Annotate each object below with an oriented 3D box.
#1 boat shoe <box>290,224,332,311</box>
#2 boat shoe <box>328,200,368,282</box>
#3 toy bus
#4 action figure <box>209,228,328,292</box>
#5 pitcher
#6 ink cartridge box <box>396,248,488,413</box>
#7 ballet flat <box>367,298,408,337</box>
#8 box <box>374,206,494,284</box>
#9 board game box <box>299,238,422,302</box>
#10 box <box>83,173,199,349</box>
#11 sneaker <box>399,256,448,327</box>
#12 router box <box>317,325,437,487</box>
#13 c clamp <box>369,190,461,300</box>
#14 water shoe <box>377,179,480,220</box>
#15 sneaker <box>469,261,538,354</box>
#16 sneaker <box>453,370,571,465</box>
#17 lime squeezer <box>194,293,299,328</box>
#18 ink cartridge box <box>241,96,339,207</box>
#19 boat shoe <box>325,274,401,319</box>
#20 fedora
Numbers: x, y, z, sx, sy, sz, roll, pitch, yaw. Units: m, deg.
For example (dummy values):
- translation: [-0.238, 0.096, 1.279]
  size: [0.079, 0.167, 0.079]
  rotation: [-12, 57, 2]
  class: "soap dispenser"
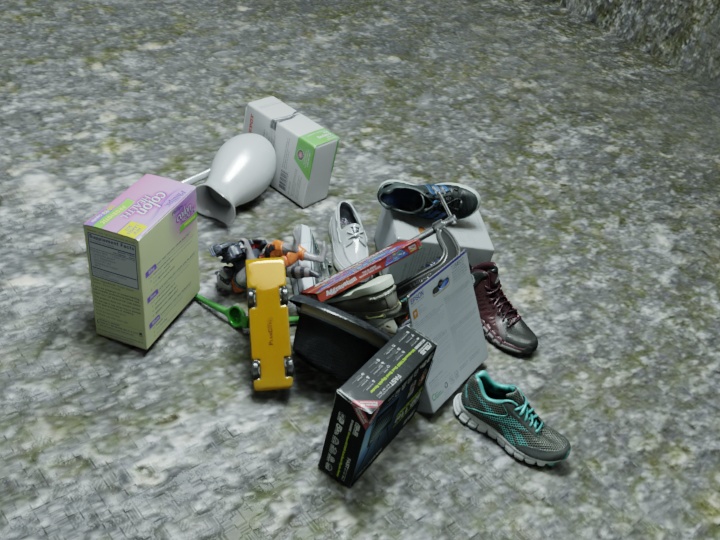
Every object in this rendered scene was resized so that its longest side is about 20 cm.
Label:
- translation: [-0.086, 0.002, 1.511]
  size: [0.069, 0.073, 0.203]
  rotation: [11, 46, -21]
  class: "boat shoe"
- translation: [-0.017, -0.060, 1.606]
  size: [0.070, 0.070, 0.202]
  rotation: [6, 37, -12]
  class: "boat shoe"
- translation: [-0.144, 0.084, 1.304]
  size: [0.063, 0.078, 0.205]
  rotation: [-4, 83, -10]
  class: "toy bus"
- translation: [-0.171, -0.009, 1.412]
  size: [0.190, 0.107, 0.199]
  rotation: [-20, -4, 22]
  class: "action figure"
- translation: [-0.270, -0.188, 1.656]
  size: [0.168, 0.123, 0.201]
  rotation: [12, 44, 22]
  class: "pitcher"
- translation: [0.132, 0.095, 1.359]
  size: [0.040, 0.204, 0.199]
  rotation: [0, 22, 38]
  class: "ink cartridge box"
- translation: [0.063, 0.084, 1.456]
  size: [0.197, 0.067, 0.065]
  rotation: [-18, 77, -34]
  class: "ballet flat"
- translation: [0.139, -0.053, 1.622]
  size: [0.195, 0.108, 0.154]
  rotation: [6, 37, -13]
  class: "box"
- translation: [0.000, 0.000, 1.381]
  size: [0.197, 0.020, 0.103]
  rotation: [-28, 7, -18]
  class: "board game box"
- translation: [-0.337, -0.016, 1.310]
  size: [0.095, 0.204, 0.177]
  rotation: [15, 35, 13]
  class: "box"
- translation: [0.123, 0.066, 1.438]
  size: [0.074, 0.078, 0.203]
  rotation: [6, 65, 42]
  class: "sneaker"
- translation: [0.027, 0.195, 1.216]
  size: [0.061, 0.152, 0.199]
  rotation: [29, 39, 20]
  class: "router box"
- translation: [0.095, -0.031, 1.462]
  size: [0.198, 0.027, 0.172]
  rotation: [-32, 47, 3]
  class: "c clamp"
- translation: [0.128, -0.123, 1.550]
  size: [0.195, 0.073, 0.079]
  rotation: [4, 19, 0]
  class: "water shoe"
- translation: [0.247, 0.057, 1.509]
  size: [0.199, 0.117, 0.075]
  rotation: [36, 40, 26]
  class: "sneaker"
- translation: [0.241, 0.228, 1.303]
  size: [0.197, 0.093, 0.078]
  rotation: [26, 38, 14]
  class: "sneaker"
- translation: [-0.188, 0.071, 1.397]
  size: [0.195, 0.038, 0.071]
  rotation: [12, 36, -4]
  class: "lime squeezer"
- translation: [-0.152, -0.250, 1.740]
  size: [0.199, 0.148, 0.083]
  rotation: [36, 40, 25]
  class: "ink cartridge box"
- translation: [0.002, 0.054, 1.346]
  size: [0.071, 0.201, 0.061]
  rotation: [-27, 95, -27]
  class: "boat shoe"
- translation: [-0.038, 0.117, 1.310]
  size: [0.197, 0.201, 0.093]
  rotation: [23, 81, 4]
  class: "fedora"
